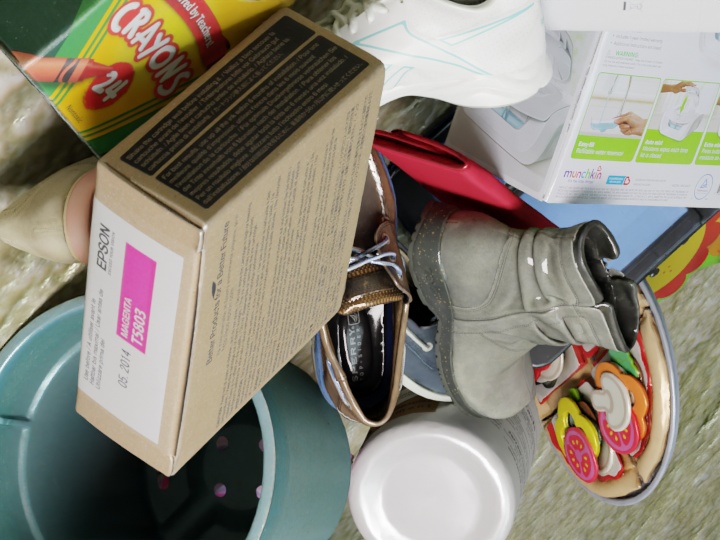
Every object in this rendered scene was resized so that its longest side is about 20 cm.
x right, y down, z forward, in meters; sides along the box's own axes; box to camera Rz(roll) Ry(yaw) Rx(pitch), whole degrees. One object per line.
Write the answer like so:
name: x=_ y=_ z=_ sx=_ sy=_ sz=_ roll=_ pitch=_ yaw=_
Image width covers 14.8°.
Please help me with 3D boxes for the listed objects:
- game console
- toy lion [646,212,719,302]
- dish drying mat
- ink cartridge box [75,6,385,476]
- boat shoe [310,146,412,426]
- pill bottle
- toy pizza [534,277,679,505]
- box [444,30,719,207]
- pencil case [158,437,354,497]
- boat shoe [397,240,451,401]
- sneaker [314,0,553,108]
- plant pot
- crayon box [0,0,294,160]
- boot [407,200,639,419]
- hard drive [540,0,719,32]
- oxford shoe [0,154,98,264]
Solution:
game console: x=0.136 y=-0.057 z=1.835 sx=0.200 sy=0.171 sz=0.118 roll=-42 pitch=-179 yaw=-2
toy lion: x=0.237 y=-0.045 z=2.059 sx=0.191 sy=0.069 sz=0.200 roll=-14 pitch=141 yaw=-31
dish drying mat: x=0.078 y=-0.044 z=1.718 sx=0.200 sy=0.077 sz=0.018 roll=35 pitch=77 yaw=-57
ink cartridge box: x=-0.071 y=-0.015 z=1.482 sx=0.165 sy=0.075 sz=0.200 roll=-43 pitch=157 yaw=-38
boat shoe: x=0.000 y=0.000 z=1.680 sx=0.072 sy=0.072 sz=0.201 roll=-15 pitch=113 yaw=-11
pill bottle: x=0.064 y=0.118 z=1.918 sx=0.114 sy=0.114 sz=0.200 roll=-55 pitch=-178 yaw=24
toy pizza: x=0.160 y=0.070 z=1.962 sx=0.032 sy=0.200 sz=0.201 roll=-11 pitch=142 yaw=-26
box: x=0.173 y=-0.136 z=1.714 sx=0.200 sy=0.097 sz=0.177 roll=-1 pitch=114 yaw=-47
pencil case: x=-0.100 y=0.159 z=1.853 sx=0.200 sy=0.087 sz=0.087 roll=-40 pitch=154 yaw=-2
boat shoe: x=0.034 y=0.021 z=1.791 sx=0.062 sy=0.075 sz=0.200 roll=-25 pitch=134 yaw=30
sneaker: x=0.007 y=-0.130 z=1.558 sx=0.200 sy=0.071 sz=0.080 roll=-11 pitch=126 yaw=-5
plant pot: x=-0.106 y=0.118 z=1.683 sx=0.200 sy=0.200 sz=0.196 roll=-49 pitch=162 yaw=11
crayon box: x=-0.091 y=-0.157 z=1.432 sx=0.200 sy=0.051 sz=0.127 roll=-43 pitch=154 yaw=-2
boot: x=0.112 y=0.037 z=1.717 sx=0.068 sy=0.130 sz=0.200 roll=-64 pitch=150 yaw=-30
hard drive: x=0.112 y=-0.187 z=1.552 sx=0.199 sy=0.025 sz=0.132 roll=1 pitch=140 yaw=2
oxford shoe: x=-0.129 y=-0.044 z=1.552 sx=0.200 sy=0.074 sz=0.071 roll=-14 pitch=103 yaw=-64
